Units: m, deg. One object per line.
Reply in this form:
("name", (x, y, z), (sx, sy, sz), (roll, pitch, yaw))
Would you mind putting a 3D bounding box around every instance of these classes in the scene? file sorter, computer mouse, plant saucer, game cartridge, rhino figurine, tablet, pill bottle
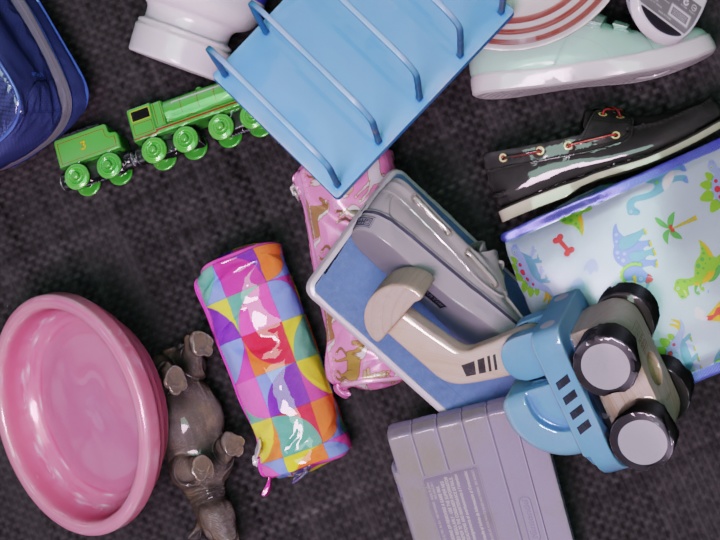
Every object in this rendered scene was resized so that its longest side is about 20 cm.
("file sorter", (-0.002, -0.179, 1.290), (0.139, 0.123, 0.200), (44, 89, 7))
("computer mouse", (0.253, -0.270, 1.366), (0.109, 0.044, 0.201), (32, 76, -27))
("plant saucer", (-0.225, 0.115, 1.429), (0.199, 0.051, 0.203), (13, 109, 41))
("game cartridge", (0.104, 0.202, 1.405), (0.128, 0.038, 0.202), (-12, 111, 11))
("rhino figurine", (-0.132, 0.154, 1.442), (0.059, 0.087, 0.202), (-15, 89, -25))
("tablet", (0.062, 0.029, 1.394), (0.200, 0.014, 0.131), (42, 72, -16))
("pill bottle", (-0.120, -0.263, 1.415), (0.111, 0.112, 0.202), (20, 94, 7))

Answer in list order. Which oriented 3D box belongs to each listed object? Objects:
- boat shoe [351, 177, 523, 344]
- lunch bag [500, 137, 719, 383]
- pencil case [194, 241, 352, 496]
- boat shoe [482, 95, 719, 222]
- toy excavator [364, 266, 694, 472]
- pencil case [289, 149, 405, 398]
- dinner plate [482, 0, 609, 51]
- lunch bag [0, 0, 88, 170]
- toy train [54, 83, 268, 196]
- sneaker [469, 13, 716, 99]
("boat shoe", (0.082, 0.007, 1.363), (0.199, 0.072, 0.066), (39, 70, -12))
("lunch bag", (0.236, 0.006, 1.366), (0.199, 0.127, 0.171), (-24, 89, 18))
("pencil case", (-0.073, 0.078, 1.430), (0.088, 0.088, 0.202), (-19, 87, 7))
("boat shoe", (0.197, -0.102, 1.395), (0.200, 0.074, 0.064), (-20, 89, 8))
("toy excavator", (0.122, 0.070, 1.285), (0.199, 0.100, 0.196), (-21, 105, 26))
("pencil case", (0.000, 0.000, 1.420), (0.086, 0.083, 0.202), (-10, 91, 28))
("dinner plate", (0.117, -0.271, 1.360), (0.198, 0.024, 0.203), (0, 88, 5))
("lunch bag", (-0.330, -0.179, 1.436), (0.135, 0.132, 0.201), (-31, 88, 23))
("toy train", (-0.165, -0.117, 1.461), (0.198, 0.042, 0.057), (-19, 78, 7))
("sneaker", (0.183, -0.209, 1.396), (0.198, 0.074, 0.120), (-5, 87, 6))
